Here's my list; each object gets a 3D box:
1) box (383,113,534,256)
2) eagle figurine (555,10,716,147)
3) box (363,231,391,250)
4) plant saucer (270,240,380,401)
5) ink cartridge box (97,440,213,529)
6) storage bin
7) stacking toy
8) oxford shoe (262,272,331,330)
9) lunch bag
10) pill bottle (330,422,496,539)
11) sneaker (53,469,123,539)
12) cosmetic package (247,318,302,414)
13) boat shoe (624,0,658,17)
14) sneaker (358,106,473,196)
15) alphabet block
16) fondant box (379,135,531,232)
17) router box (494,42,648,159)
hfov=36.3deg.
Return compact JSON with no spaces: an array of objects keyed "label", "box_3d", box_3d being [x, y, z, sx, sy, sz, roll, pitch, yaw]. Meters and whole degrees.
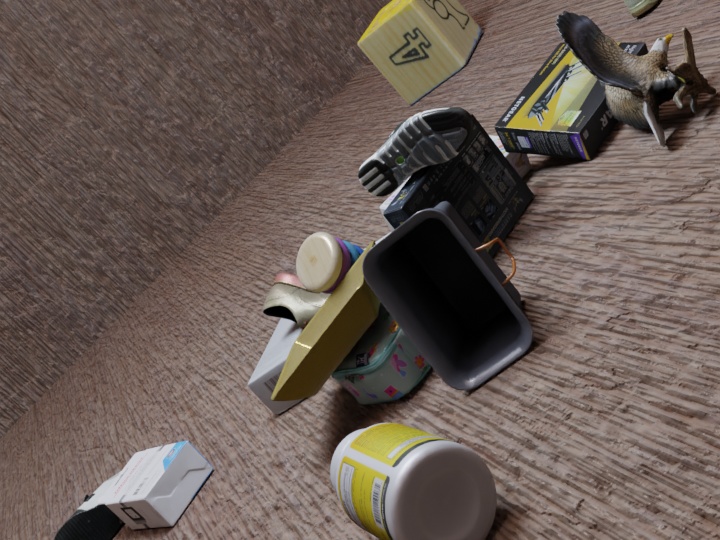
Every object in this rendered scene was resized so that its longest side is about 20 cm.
[{"label":"box","box_3d":[0.140,-0.092,1.528,0.051,0.158,0.201,-13,35,55]},{"label":"eagle figurine","box_3d":[0.351,-0.254,1.416,0.198,0.154,0.150,15,30,41]},{"label":"box","box_3d":[-0.008,0.015,1.847,0.199,0.041,0.120,-34,18,40]},{"label":"plant saucer","box_3d":[-0.031,0.075,1.456,0.201,0.048,0.200,-52,7,17]},{"label":"ink cartridge box","box_3d":[-0.330,0.345,1.754,0.199,0.067,0.116,-21,28,53]},{"label":"storage bin","box_3d":[0.116,0.009,1.291,0.145,0.201,0.134,-37,7,21]},{"label":"stacking toy","box_3d":[0.000,0.000,1.623,0.084,0.198,0.087,-9,76,41]},{"label":"oxford shoe","box_3d":[-0.057,0.068,1.663,0.197,0.071,0.075,14,59,29]},{"label":"lunch bag","box_3d":[0.047,0.082,1.457,0.160,0.077,0.201,-15,35,57]},{"label":"pill bottle","box_3d":[0.042,0.212,1.082,0.113,0.113,0.199,-47,16,-14]},{"label":"sneaker","box_3d":[-0.434,0.406,1.864,0.199,0.075,0.088,-39,14,-17]},{"label":"cosmetic package","box_3d":[-0.095,0.123,1.731,0.101,0.074,0.201,-33,17,32]},{"label":"boat shoe","box_3d":[0.492,-0.509,1.885,0.073,0.063,0.201,-31,20,40]},{"label":"sneaker","box_3d":[0.083,-0.187,1.491,0.199,0.075,0.116,-28,21,40]},{"label":"alphabet block","box_3d":[0.144,-0.556,2.621,0.195,0.200,0.196,-32,19,36]},{"label":"fondant box","box_3d":[0.146,-0.127,1.673,0.143,0.059,0.200,14,52,47]},{"label":"router box","box_3d":[0.313,-0.252,1.607,0.156,0.053,0.201,11,54,46]}]
